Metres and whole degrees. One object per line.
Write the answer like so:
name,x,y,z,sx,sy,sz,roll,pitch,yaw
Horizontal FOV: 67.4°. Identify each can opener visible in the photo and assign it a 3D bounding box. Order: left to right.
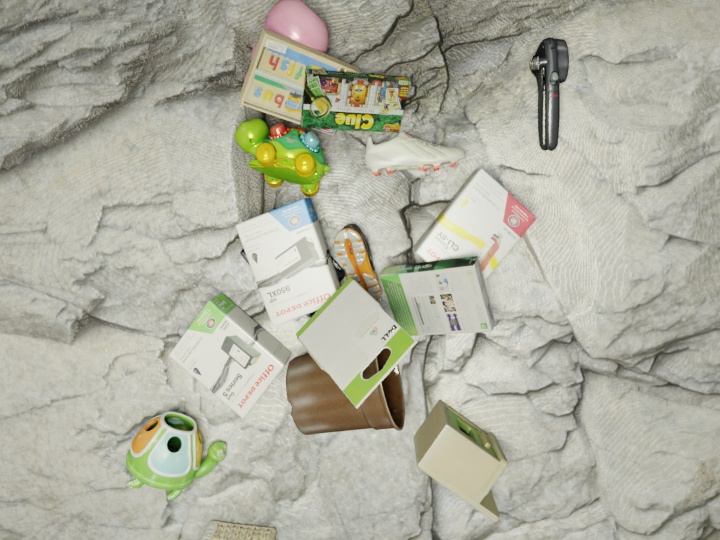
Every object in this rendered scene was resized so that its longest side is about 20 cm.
can opener,0.356,-0.329,1.013,0.076,0.063,0.207,-1,98,2

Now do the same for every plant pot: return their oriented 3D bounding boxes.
plant pot,-0.030,0.226,1.056,0.193,0.200,0.206,-15,97,13

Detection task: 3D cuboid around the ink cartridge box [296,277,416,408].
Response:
ink cartridge box,0.000,0.131,0.932,0.148,0.200,0.076,-45,138,-4

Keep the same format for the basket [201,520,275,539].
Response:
basket,-0.263,0.665,1.119,0.155,0.198,0.207,1,98,-1

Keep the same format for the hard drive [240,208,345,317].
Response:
hard drive,-0.139,-0.012,1.093,0.199,0.042,0.135,42,98,-3

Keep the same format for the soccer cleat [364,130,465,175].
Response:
soccer cleat,0.104,-0.230,1.040,0.193,0.069,0.080,-4,95,6

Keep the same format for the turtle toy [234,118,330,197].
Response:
turtle toy,-0.148,-0.224,1.026,0.194,0.146,0.104,16,79,1

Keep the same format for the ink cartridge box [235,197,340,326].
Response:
ink cartridge box,-0.131,-0.017,1.027,0.141,0.084,0.205,-19,98,4

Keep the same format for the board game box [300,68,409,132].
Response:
board game box,-0.011,-0.311,1.000,0.194,0.024,0.107,-2,135,-16

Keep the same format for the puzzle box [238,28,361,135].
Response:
puzzle box,-0.109,-0.335,0.980,0.195,0.026,0.135,9,129,-31

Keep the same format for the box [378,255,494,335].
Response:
box,0.145,0.054,1.032,0.195,0.037,0.148,-7,117,29

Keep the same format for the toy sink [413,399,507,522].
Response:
toy sink,0.217,0.376,1.086,0.198,0.130,0.113,36,98,-2

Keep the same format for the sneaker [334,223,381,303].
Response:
sneaker,0.000,0.000,1.075,0.076,0.078,0.205,-7,115,8

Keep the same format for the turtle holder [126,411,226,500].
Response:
turtle holder,-0.379,0.377,1.110,0.182,0.141,0.135,27,97,0

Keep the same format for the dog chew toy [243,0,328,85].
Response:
dog chew toy,-0.147,-0.394,1.005,0.124,0.125,0.201,39,105,-3

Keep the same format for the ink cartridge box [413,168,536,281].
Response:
ink cartridge box,0.217,-0.070,1.046,0.144,0.083,0.201,39,98,-2

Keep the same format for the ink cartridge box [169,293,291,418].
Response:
ink cartridge box,-0.262,0.172,1.103,0.199,0.084,0.146,40,98,-3
